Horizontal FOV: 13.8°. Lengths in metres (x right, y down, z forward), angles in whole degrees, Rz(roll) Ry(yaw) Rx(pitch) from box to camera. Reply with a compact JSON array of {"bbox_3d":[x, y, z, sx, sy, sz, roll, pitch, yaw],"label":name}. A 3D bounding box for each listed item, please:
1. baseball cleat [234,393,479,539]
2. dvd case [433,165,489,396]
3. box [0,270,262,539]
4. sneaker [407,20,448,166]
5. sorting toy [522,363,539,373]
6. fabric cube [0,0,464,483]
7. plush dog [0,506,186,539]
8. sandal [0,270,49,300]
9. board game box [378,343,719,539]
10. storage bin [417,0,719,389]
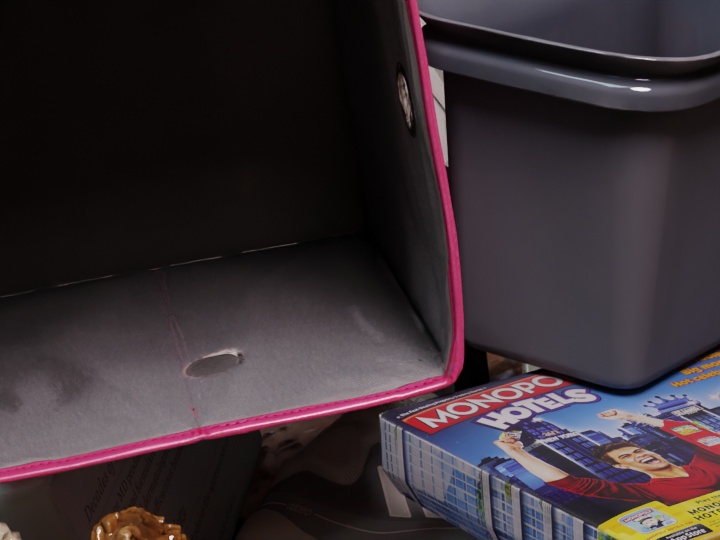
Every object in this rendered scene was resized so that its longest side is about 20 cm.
[{"bbox_3d":[0.035,0.093,1.170,0.200,0.070,0.107,0,53,37],"label":"baseball cleat"},{"bbox_3d":[0.000,0.000,1.294,0.018,0.143,0.200,-17,24,-22],"label":"dvd case"},{"bbox_3d":[-0.169,0.098,1.263,0.199,0.131,0.200,-13,30,20],"label":"box"},{"bbox_3d":[0.043,-0.065,1.319,0.099,0.200,0.078,-26,41,-16],"label":"sneaker"},{"bbox_3d":[0.152,-0.003,1.242,0.200,0.107,0.180,4,49,31],"label":"sorting toy"},{"bbox_3d":[-0.084,-0.058,1.113,0.200,0.197,0.199,-11,18,-6],"label":"fabric cube"},{"bbox_3d":[-0.139,0.149,1.088,0.171,0.200,0.161,14,29,-5],"label":"plush dog"},{"bbox_3d":[-0.127,-0.033,1.265,0.202,0.050,0.082,-26,25,-6],"label":"sandal"},{"bbox_3d":[0.114,0.072,1.081,0.200,0.062,0.200,-13,23,-35],"label":"board game box"},{"bbox_3d":[0.104,-0.046,1.121,0.145,0.135,0.200,15,23,34],"label":"storage bin"}]
